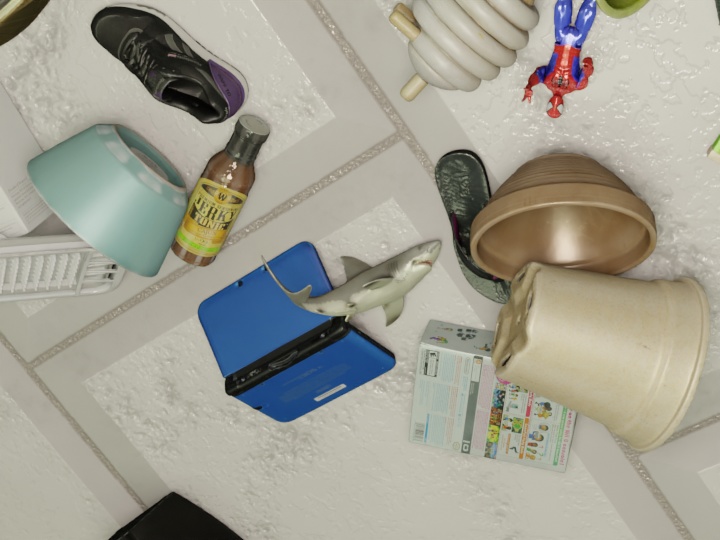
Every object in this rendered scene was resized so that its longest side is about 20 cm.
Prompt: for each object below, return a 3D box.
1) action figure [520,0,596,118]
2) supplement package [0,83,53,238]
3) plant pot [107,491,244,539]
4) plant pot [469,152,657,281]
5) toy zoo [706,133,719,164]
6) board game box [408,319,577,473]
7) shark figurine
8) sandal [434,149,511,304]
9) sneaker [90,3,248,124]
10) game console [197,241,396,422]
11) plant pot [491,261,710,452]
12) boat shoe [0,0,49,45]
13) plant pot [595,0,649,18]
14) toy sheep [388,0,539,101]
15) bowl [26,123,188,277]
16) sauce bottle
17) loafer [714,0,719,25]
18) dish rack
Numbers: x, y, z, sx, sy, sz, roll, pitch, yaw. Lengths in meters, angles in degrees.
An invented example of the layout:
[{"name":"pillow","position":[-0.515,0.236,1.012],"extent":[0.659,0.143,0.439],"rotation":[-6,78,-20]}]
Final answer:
[{"name":"action figure","position":[0.216,-0.244,1.220],"extent":[0.065,0.099,0.200],"rotation":[13,121,11]},{"name":"supplement package","position":[-0.476,-0.135,1.450],"extent":[0.117,0.117,0.200],"rotation":[-19,110,24]},{"name":"plant pot","position":[-0.282,0.434,1.646],"extent":[0.200,0.200,0.177],"rotation":[-36,91,28]},{"name":"plant pot","position":[0.219,-0.064,1.286],"extent":[0.201,0.093,0.201],"rotation":[0,153,0]},{"name":"toy zoo","position":[0.474,-0.171,1.225],"extent":[0.131,0.020,0.200],"rotation":[28,119,0]},{"name":"board game box","position":[0.168,0.155,1.448],"extent":[0.200,0.064,0.148],"rotation":[11,119,11]},{"name":"shark figurine","position":[-0.019,0.012,1.407],"extent":[0.214,0.090,0.128],"rotation":[-13,144,-25]},{"name":"sandal","position":[0.135,-0.042,1.367],"extent":[0.075,0.048,0.200],"rotation":[-18,109,22]},{"name":"sneaker","position":[-0.227,-0.238,1.347],"extent":[0.200,0.088,0.076],"rotation":[29,120,0]},{"name":"game console","position":[-0.083,0.084,1.508],"extent":[0.200,0.118,0.171],"rotation":[-29,136,26]},{"name":"plant pot","position":[0.251,0.077,1.287],"extent":[0.183,0.200,0.200],"rotation":[18,120,-7]},{"name":"boat shoe","position":[-0.396,-0.335,1.361],"extent":[0.201,0.072,0.066],"rotation":[-38,91,27]},{"name":"plant pot","position":[0.195,-0.365,1.111],"extent":[0.190,0.200,0.200],"rotation":[29,123,29]},{"name":"toy sheep","position":[0.108,-0.256,1.223],"extent":[0.138,0.138,0.200],"rotation":[41,115,-7]},{"name":"bowl","position":[-0.283,-0.098,1.391],"extent":[0.201,0.201,0.105],"rotation":[42,98,-7]},{"name":"sauce bottle","position":[-0.168,-0.096,1.415],"extent":[0.065,0.065,0.200],"rotation":[29,120,0]},{"name":"loafer","position":[0.358,-0.332,1.142],"extent":[0.063,0.072,0.200],"rotation":[-9,110,-21]},{"name":"dish rack","position":[-0.394,-0.009,1.455],"extent":[0.200,0.044,0.172],"rotation":[-6,163,-22]}]
